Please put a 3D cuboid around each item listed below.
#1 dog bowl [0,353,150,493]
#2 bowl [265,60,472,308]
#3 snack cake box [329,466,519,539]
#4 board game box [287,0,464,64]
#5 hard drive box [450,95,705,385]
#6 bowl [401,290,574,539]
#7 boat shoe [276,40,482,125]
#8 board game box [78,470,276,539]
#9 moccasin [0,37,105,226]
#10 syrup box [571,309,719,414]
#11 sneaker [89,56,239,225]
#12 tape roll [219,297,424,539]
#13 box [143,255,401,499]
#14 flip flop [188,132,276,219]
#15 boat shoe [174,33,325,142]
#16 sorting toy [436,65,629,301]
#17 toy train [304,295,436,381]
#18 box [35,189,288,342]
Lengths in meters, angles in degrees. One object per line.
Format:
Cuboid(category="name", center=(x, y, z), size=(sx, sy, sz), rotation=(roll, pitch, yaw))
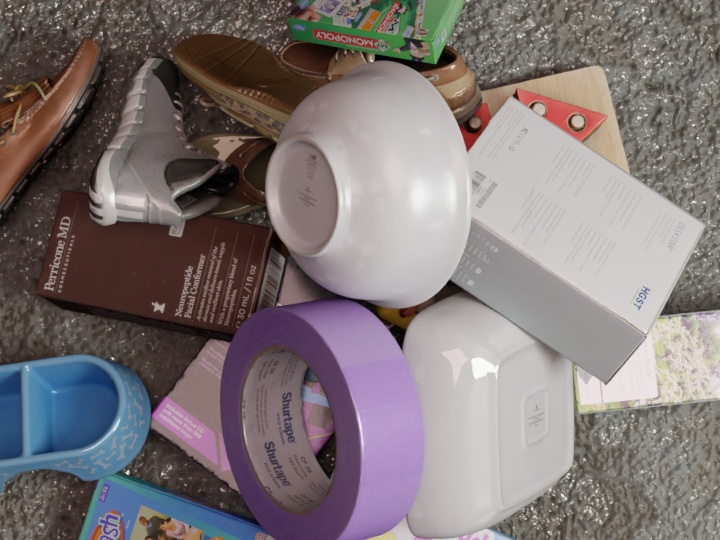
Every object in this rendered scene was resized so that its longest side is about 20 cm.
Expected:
Cuboid(category="dog bowl", center=(-0.287, 0.130, 1.395), size=(0.200, 0.050, 0.112), rotation=(-9, 67, 6))
Cuboid(category="bowl", center=(-0.011, -0.062, 1.251), size=(0.090, 0.201, 0.201), rotation=(-10, 83, -39))
Cuboid(category="snack cake box", center=(0.048, 0.257, 1.391), size=(0.200, 0.067, 0.115), rotation=(24, 86, 3))
Cuboid(category="board game box", center=(0.035, -0.271, 1.403), size=(0.134, 0.029, 0.200), rotation=(13, 56, 18))
Cuboid(category="hard drive box", center=(0.162, -0.028, 1.307), size=(0.200, 0.077, 0.156), rotation=(34, 47, 4))
Cuboid(category="bowl", center=(0.115, 0.117, 1.324), size=(0.075, 0.200, 0.200), rotation=(5, 103, 36))
Cuboid(category="boat shoe", center=(0.014, -0.183, 1.405), size=(0.200, 0.072, 0.076), rotation=(12, 52, 25))
Cuboid(category="board game box", center=(-0.156, 0.273, 1.370), size=(0.200, 0.045, 0.152), rotation=(16, 85, 23))
Cuboid(category="moccasin", center=(-0.304, -0.130, 1.435), size=(0.078, 0.074, 0.201), rotation=(38, 95, -4))
Cuboid(category="syrup box", center=(0.279, 0.078, 1.401), size=(0.200, 0.081, 0.079), rotation=(-6, 86, -1))
Cuboid(category="sneaker", center=(-0.157, -0.105, 1.393), size=(0.115, 0.075, 0.200), rotation=(10, 48, 4))
Cuboid(category="tape roll", center=(-0.035, 0.125, 1.296), size=(0.066, 0.200, 0.200), rotation=(-7, 83, -36))
Cuboid(category="box", center=(-0.077, 0.100, 1.424), size=(0.143, 0.036, 0.200), rotation=(35, 84, 4))
Cuboid(category="flip flop", center=(-0.084, -0.087, 1.432), size=(0.200, 0.058, 0.081), rotation=(0, 84, 0))
Cuboid(category="boat shoe", center=(-0.086, -0.148, 1.415), size=(0.200, 0.063, 0.073), rotation=(32, 48, 25))
Cuboid(category="sorting toy", center=(0.147, -0.072, 1.423), size=(0.199, 0.070, 0.200), rotation=(-13, 84, -1))
Cuboid(category="toy train", center=(0.000, 0.000, 1.367), size=(0.150, 0.056, 0.200), rotation=(-1, 102, -9))
Cuboid(category="box", center=(-0.172, -0.002, 1.398), size=(0.200, 0.075, 0.100), rotation=(10, 80, 14))
